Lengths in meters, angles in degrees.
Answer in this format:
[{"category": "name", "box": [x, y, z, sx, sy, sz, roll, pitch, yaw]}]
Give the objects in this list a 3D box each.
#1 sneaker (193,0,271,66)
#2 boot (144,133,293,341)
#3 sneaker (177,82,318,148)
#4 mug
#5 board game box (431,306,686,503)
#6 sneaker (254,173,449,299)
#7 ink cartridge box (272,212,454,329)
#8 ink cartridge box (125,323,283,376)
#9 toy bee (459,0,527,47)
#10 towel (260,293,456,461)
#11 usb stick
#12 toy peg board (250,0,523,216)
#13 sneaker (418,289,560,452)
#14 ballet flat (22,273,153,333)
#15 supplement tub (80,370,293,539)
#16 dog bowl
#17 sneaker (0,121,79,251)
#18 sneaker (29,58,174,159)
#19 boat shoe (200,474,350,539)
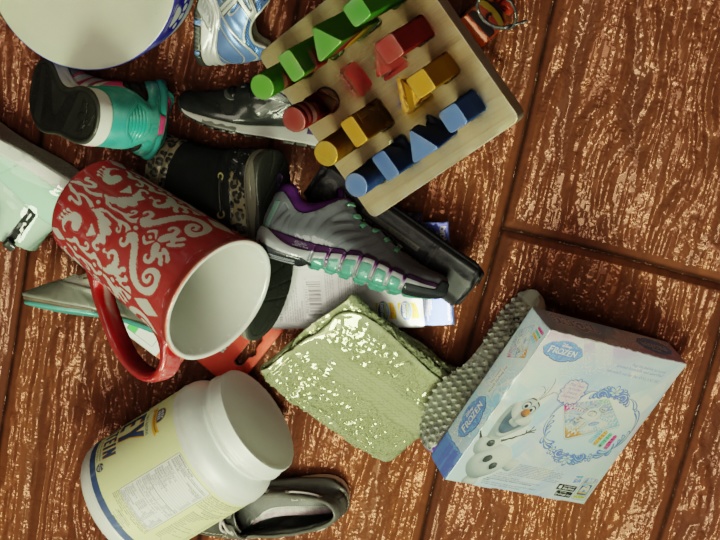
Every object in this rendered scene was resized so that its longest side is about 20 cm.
[{"category": "sneaker", "box": [-0.123, -0.299, 1.671, 0.077, 0.076, 0.200, 5, 120, 2]}, {"category": "boot", "box": [-0.149, -0.040, 1.747, 0.154, 0.073, 0.204, 15, 112, 31]}, {"category": "sneaker", "box": [-0.084, -0.178, 1.712, 0.200, 0.076, 0.088, 10, 100, 1]}, {"category": "mug", "box": [-0.218, -0.002, 1.669, 0.200, 0.133, 0.178, 35, 85, 31]}, {"category": "board game box", "box": [0.204, 0.142, 1.721, 0.200, 0.043, 0.199, 15, 119, -36]}, {"category": "sneaker", "box": [0.000, -0.033, 1.670, 0.200, 0.074, 0.088, 17, 83, -7]}, {"category": "ink cartridge box", "box": [0.000, 0.000, 1.768, 0.200, 0.042, 0.119, 0, 108, 14]}, {"category": "ink cartridge box", "box": [-0.192, 0.043, 1.815, 0.200, 0.050, 0.109, 38, 112, -3]}, {"category": "toy bee", "box": [0.107, -0.224, 1.644, 0.200, 0.109, 0.131, -8, 119, 39]}, {"category": "towel", "box": [0.007, 0.119, 1.779, 0.148, 0.036, 0.200, -40, 121, 22]}, {"category": "usb stick", "box": [0.034, -0.037, 1.713, 0.200, 0.033, 0.055, 35, 118, -1]}, {"category": "toy peg board", "box": [0.009, -0.165, 1.583, 0.200, 0.098, 0.199, -33, 93, 36]}, {"category": "sneaker", "box": [0.151, 0.125, 1.750, 0.100, 0.070, 0.200, 38, 95, -26]}, {"category": "ballet flat", "box": [-0.254, 0.028, 1.771, 0.200, 0.067, 0.064, 13, 86, 6]}, {"category": "supplement tub", "box": [-0.187, 0.209, 1.823, 0.200, 0.145, 0.145, -33, 101, 20]}, {"category": "dog bowl", "box": [-0.267, -0.305, 1.687, 0.200, 0.079, 0.200, 4, 111, 10]}, {"category": "sneaker", "box": [-0.407, -0.099, 1.789, 0.200, 0.074, 0.118, 33, 106, -5]}, {"category": "sneaker", "box": [-0.255, -0.167, 1.719, 0.121, 0.200, 0.084, 7, 105, -34]}, {"category": "boat shoe", "box": [-0.111, 0.267, 1.878, 0.200, 0.057, 0.067, -10, 108, 14]}]
